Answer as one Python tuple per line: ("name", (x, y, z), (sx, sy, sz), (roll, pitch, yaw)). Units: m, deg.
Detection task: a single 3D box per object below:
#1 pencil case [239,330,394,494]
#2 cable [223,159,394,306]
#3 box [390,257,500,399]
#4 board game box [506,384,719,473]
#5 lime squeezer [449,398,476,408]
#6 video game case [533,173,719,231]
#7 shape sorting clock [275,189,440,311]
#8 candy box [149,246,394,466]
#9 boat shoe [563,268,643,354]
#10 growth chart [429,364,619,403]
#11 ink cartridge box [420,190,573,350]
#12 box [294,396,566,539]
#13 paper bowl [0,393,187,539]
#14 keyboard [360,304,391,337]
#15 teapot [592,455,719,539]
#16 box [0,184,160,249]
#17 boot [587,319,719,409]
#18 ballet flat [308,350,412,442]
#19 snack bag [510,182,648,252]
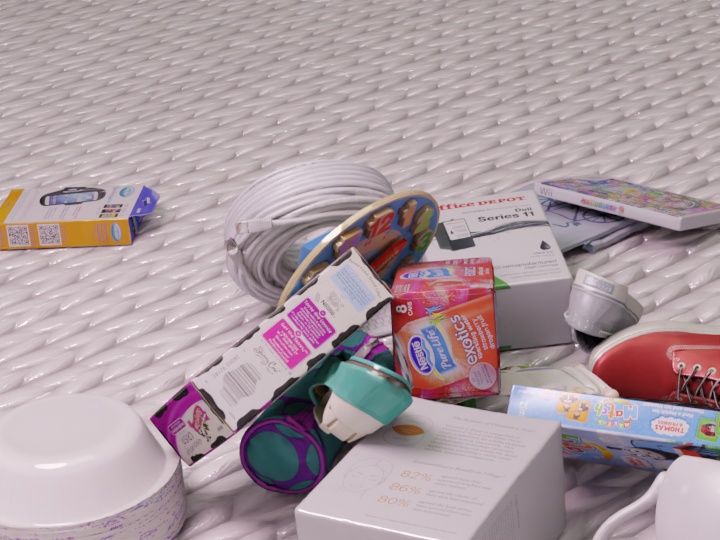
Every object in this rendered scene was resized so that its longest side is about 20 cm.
("pencil case", (-0.037, 0.127, 1.642), (0.085, 0.093, 0.200), (34, 34, 4))
("cable", (-0.050, -0.036, 1.891), (0.199, 0.200, 0.069), (-16, 57, -7))
("box", (0.080, 0.051, 1.628), (0.095, 0.100, 0.200), (-3, 8, 4))
("board game box", (0.243, 0.143, 1.515), (0.199, 0.037, 0.151), (7, -15, 24))
("lime squeezer", (0.067, 0.125, 1.664), (0.071, 0.038, 0.200), (33, 25, 19))
("video game case", (0.326, -0.083, 2.089), (0.200, 0.018, 0.143), (17, 17, 36))
("shape sorting clock", (0.000, 0.000, 1.706), (0.200, 0.200, 0.039), (-23, 57, -36))
("candy box", (-0.078, 0.076, 1.532), (0.200, 0.061, 0.136), (-41, 0, -28))
("boat shoe", (0.235, 0.048, 1.760), (0.070, 0.072, 0.201), (24, -3, 16))
("growth chart", (0.129, 0.106, 1.631), (0.199, 0.018, 0.145), (-3, 8, -1))
("ink cartridge box", (0.139, 0.000, 1.883), (0.146, 0.083, 0.200), (-8, 30, -4))
("box", (0.062, 0.202, 1.433), (0.152, 0.107, 0.200), (7, 27, 28))
("paper bowl", (-0.256, 0.182, 1.546), (0.200, 0.105, 0.201), (-3, 24, 1))
("keyboard", (0.052, 0.047, 1.906), (0.199, 0.011, 0.056), (-14, 26, -20))
("teapot", (0.302, 0.224, 1.310), (0.197, 0.147, 0.200), (14, -5, -20))
("box", (-0.353, -0.068, 2.208), (0.199, 0.042, 0.119), (0, 24, 4))
("boot", (0.322, 0.107, 1.651), (0.199, 0.073, 0.144), (-4, 25, -7))
("ballet flat", (-0.004, 0.111, 1.480), (0.067, 0.071, 0.200), (33, -5, -8))
("snack bag", (0.212, -0.053, 2.090), (0.200, 0.021, 0.188), (-22, 29, -35))
